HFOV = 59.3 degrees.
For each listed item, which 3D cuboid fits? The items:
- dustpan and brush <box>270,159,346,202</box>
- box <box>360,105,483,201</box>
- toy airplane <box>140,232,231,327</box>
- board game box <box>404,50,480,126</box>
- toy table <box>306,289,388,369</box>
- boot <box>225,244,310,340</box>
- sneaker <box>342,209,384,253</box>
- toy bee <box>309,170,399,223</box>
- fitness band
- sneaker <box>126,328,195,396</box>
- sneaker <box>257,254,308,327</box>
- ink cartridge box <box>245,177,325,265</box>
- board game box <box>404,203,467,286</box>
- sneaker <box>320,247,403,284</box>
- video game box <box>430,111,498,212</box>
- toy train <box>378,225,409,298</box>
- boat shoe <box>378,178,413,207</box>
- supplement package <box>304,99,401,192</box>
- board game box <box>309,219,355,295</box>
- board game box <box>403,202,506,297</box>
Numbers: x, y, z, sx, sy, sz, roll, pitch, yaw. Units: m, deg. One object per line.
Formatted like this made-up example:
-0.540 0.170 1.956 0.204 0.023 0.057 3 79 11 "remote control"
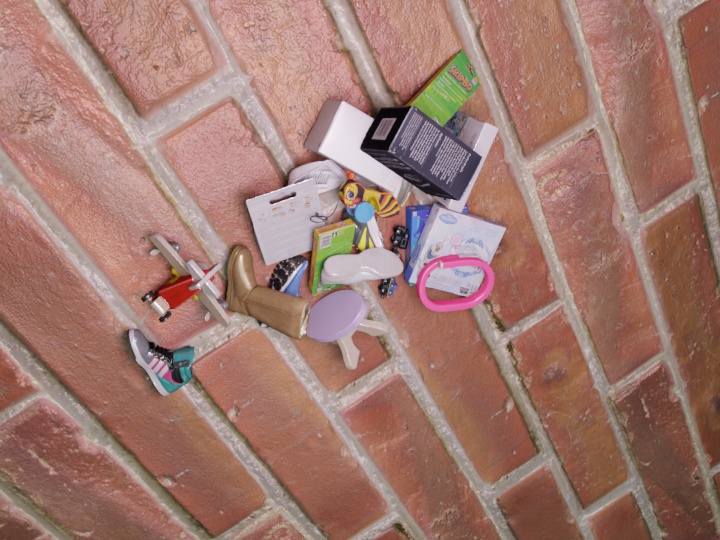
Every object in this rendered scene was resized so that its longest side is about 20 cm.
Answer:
-0.138 -0.188 1.412 0.198 0.139 0.058 -5 80 17 "dustpan and brush"
0.124 -0.241 1.303 0.199 0.148 0.105 29 89 -27 "box"
-0.371 0.021 1.392 0.198 0.141 0.201 16 125 9 "toy airplane"
0.190 -0.399 1.433 0.200 0.030 0.096 -47 120 -14 "board game box"
-0.034 0.134 1.540 0.117 0.199 0.185 37 63 -35 "toy table"
-0.205 0.048 1.437 0.199 0.066 0.176 18 116 20 "boot"
0.011 -0.074 1.526 0.084 0.075 0.201 -13 115 6 "sneaker"
-0.001 -0.161 1.384 0.199 0.130 0.110 -16 121 -42 "toy bee"
0.235 0.032 1.558 0.198 0.037 0.145 -5 117 -15 "fitness band"
-0.448 0.198 1.472 0.120 0.084 0.201 -23 125 -2 "sneaker"
-0.173 0.052 1.517 0.089 0.079 0.201 16 113 -35 "sneaker"
-0.165 -0.116 1.420 0.161 0.050 0.201 -20 135 -9 "ink cartridge box"
0.189 -0.068 1.592 0.151 0.045 0.202 -8 116 -15 "board game box"
0.000 0.000 1.484 0.198 0.076 0.089 -2 151 -20 "sneaker"
0.216 -0.254 1.444 0.047 0.182 0.201 15 108 -27 "video game box"
0.085 -0.018 1.576 0.045 0.034 0.201 7 116 -16 "toy train"
0.108 -0.241 1.480 0.060 0.072 0.203 18 99 -46 "boat shoe"
-0.001 -0.276 1.391 0.199 0.121 0.120 25 96 -26 "supplement package"
-0.069 -0.027 1.482 0.095 0.030 0.201 -19 139 -27 "board game box"
0.234 -0.046 1.566 0.199 0.043 0.200 14 110 -24 "board game box"
